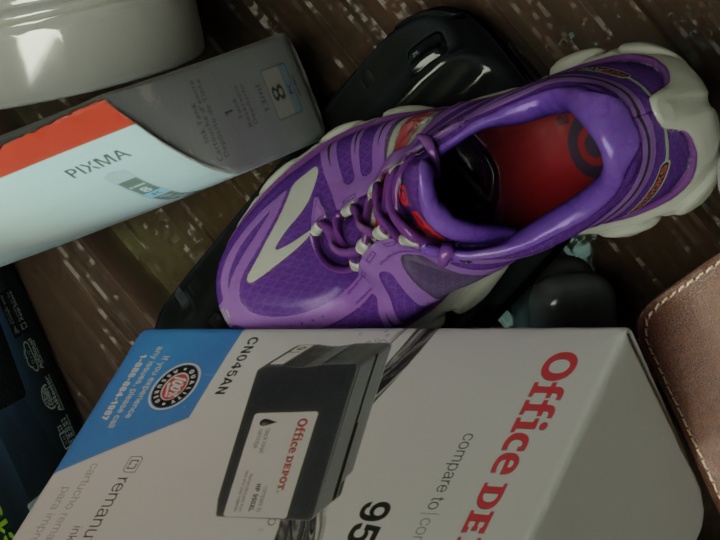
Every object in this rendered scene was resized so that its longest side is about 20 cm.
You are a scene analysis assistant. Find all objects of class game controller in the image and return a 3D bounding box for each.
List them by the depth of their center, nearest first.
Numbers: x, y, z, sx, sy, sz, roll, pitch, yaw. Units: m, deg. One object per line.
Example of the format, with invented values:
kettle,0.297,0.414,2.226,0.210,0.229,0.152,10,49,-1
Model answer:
game controller,0.000,0.000,0.966,0.104,0.042,0.200,50,119,16

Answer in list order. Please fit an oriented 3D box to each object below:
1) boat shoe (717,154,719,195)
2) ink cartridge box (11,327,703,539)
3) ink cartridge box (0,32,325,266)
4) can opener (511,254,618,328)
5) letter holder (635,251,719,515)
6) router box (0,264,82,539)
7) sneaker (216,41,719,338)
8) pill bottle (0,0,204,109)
boat shoe,0.155,-0.109,0.820,0.066,0.072,0.201,25,95,-30
ink cartridge box,-0.007,0.095,0.859,0.199,0.145,0.084,-1,132,32
ink cartridge box,-0.125,-0.022,0.905,0.160,0.200,0.047,-19,96,30
can opener,0.092,0.092,0.967,0.066,0.053,0.201,-13,105,-10
letter holder,0.211,0.022,0.861,0.200,0.101,0.143,-28,89,27
router box,-0.169,0.078,1.005,0.062,0.150,0.201,-19,99,27
sneaker,0.021,-0.025,0.876,0.200,0.083,0.081,-26,83,34
pill bottle,-0.123,-0.164,0.931,0.113,0.114,0.201,-7,104,24
